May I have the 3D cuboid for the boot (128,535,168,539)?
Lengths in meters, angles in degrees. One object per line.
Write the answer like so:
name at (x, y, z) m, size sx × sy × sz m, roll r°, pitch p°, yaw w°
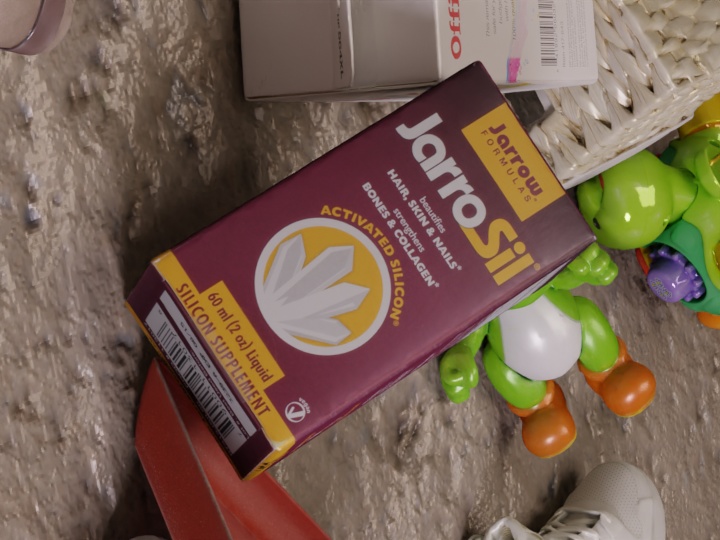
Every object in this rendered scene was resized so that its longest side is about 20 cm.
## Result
boot at (-0.103, 0.230, 1.224) m, size 0.096 × 0.073 × 0.201 m, roll 49°, pitch 48°, yaw -35°

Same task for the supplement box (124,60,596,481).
supplement box at (0.000, 0.000, 1.280) m, size 0.199 × 0.086 × 0.111 m, roll -33°, pitch 86°, yaw -20°

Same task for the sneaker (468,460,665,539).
sneaker at (0.120, 0.172, 1.573) m, size 0.116 × 0.073 × 0.201 m, roll 61°, pitch 43°, yaw -39°

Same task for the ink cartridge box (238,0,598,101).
ink cartridge box at (0.024, -0.158, 1.402) m, size 0.200 × 0.125 × 0.129 m, roll -5°, pitch 92°, yaw -57°

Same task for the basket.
basket at (0.153, -0.146, 1.564) m, size 0.136 × 0.123 × 0.200 m, roll 58°, pitch 35°, yaw 4°

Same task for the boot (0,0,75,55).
boot at (-0.168, -0.201, 1.176) m, size 0.146 × 0.070 × 0.201 m, roll 38°, pitch 58°, yaw -57°

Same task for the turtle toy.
turtle toy at (0.218, -0.034, 1.710) m, size 0.200 × 0.101 × 0.146 m, roll 29°, pitch 41°, yaw -49°

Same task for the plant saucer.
plant saucer at (-0.038, 0.165, 1.282) m, size 0.200 × 0.037 × 0.200 m, roll 51°, pitch 8°, yaw -43°

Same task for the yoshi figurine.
yoshi figurine at (0.098, 0.024, 1.523) m, size 0.113 × 0.112 × 0.200 m, roll -57°, pitch 130°, yaw -32°
